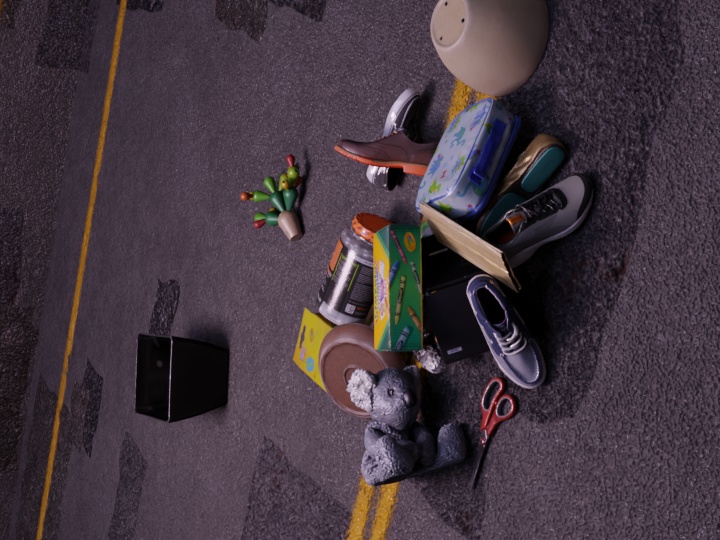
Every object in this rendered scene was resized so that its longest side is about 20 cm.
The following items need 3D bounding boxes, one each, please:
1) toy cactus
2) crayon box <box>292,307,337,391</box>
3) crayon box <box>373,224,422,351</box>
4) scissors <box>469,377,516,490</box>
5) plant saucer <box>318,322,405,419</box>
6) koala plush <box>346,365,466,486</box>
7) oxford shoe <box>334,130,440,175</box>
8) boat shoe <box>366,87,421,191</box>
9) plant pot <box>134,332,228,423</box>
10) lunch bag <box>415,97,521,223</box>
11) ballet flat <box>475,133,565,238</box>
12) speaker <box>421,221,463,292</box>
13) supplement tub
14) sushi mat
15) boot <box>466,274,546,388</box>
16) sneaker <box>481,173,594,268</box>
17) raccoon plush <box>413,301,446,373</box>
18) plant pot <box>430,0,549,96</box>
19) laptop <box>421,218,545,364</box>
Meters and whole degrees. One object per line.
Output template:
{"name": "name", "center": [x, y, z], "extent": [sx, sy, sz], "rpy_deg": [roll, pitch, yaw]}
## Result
{"name": "toy cactus", "center": [-0.179, -0.144, 2.112], "extent": [0.200, 0.101, 0.167], "rpy_deg": [-42, 65, 33]}
{"name": "crayon box", "center": [-0.060, 0.171, 1.949], "extent": [0.199, 0.050, 0.129], "rpy_deg": [35, 116, 48]}
{"name": "crayon box", "center": [0.061, 0.032, 1.576], "extent": [0.119, 0.057, 0.204], "rpy_deg": [157, 113, -78]}
{"name": "scissors", "center": [0.209, 0.275, 1.616], "extent": [0.073, 0.014, 0.202], "rpy_deg": [46, 124, 41]}
{"name": "plant saucer", "center": [-0.004, 0.199, 1.807], "extent": [0.198, 0.034, 0.203], "rpy_deg": [14, 117, 28]}
{"name": "koala plush", "center": [0.062, 0.266, 1.689], "extent": [0.184, 0.175, 0.203], "rpy_deg": [-40, 61, 56]}
{"name": "oxford shoe", "center": [0.052, -0.223, 1.746], "extent": [0.071, 0.197, 0.074], "rpy_deg": [-51, -28, -81]}
{"name": "boat shoe", "center": [0.076, -0.241, 1.791], "extent": [0.066, 0.070, 0.202], "rpy_deg": [38, 115, 25]}
{"name": "plant pot", "center": [-0.432, 0.259, 2.338], "extent": [0.198, 0.175, 0.204], "rpy_deg": [0, 86, 53]}
{"name": "lunch bag", "center": [0.177, -0.175, 1.563], "extent": [0.160, 0.082, 0.202], "rpy_deg": [-22, 41, 65]}
{"name": "ballet flat", "center": [0.252, -0.134, 1.534], "extent": [0.200, 0.068, 0.063], "rpy_deg": [-49, 36, 17]}
{"name": "speaker", "center": [0.162, 0.008, 1.636], "extent": [0.088, 0.087, 0.203], "rpy_deg": [-36, 60, 45]}
{"name": "supplement tub", "center": [0.000, 0.000, 1.823], "extent": [0.123, 0.121, 0.202], "rpy_deg": [48, 124, 43]}
{"name": "sushi mat", "center": [0.169, -0.040, 1.495], "extent": [0.012, 0.096, 0.199], "rpy_deg": [-43, 46, -10]}
{"name": "boot", "center": [0.225, 0.102, 1.478], "extent": [0.072, 0.090, 0.201], "rpy_deg": [-33, 93, 8]}
{"name": "sneaker", "center": [0.273, -0.079, 1.466], "extent": [0.199, 0.079, 0.074], "rpy_deg": [-38, 52, 12]}
{"name": "raccoon plush", "center": [0.109, 0.062, 1.655], "extent": [0.200, 0.096, 0.136], "rpy_deg": [47, 152, 47]}
{"name": "plant pot", "center": [0.195, -0.401, 1.582], "extent": [0.199, 0.133, 0.204], "rpy_deg": [-4, 85, 52]}
{"name": "laptop", "center": [0.191, 0.023, 1.571], "extent": [0.175, 0.104, 0.202], "rpy_deg": [-18, 43, 8]}
